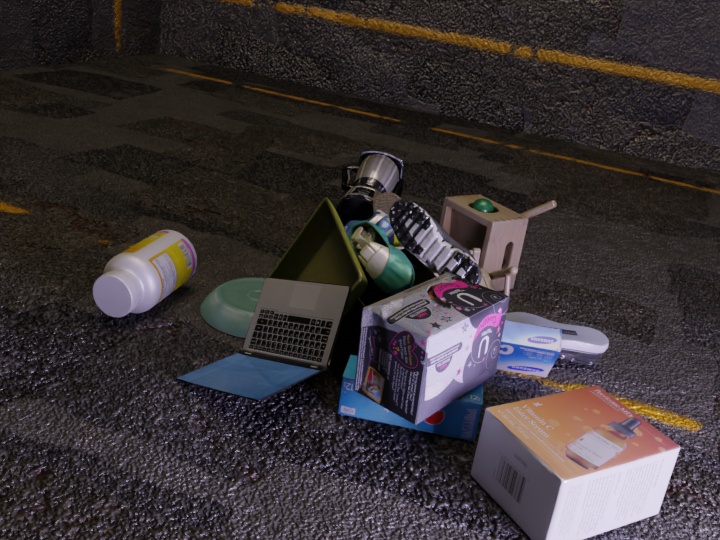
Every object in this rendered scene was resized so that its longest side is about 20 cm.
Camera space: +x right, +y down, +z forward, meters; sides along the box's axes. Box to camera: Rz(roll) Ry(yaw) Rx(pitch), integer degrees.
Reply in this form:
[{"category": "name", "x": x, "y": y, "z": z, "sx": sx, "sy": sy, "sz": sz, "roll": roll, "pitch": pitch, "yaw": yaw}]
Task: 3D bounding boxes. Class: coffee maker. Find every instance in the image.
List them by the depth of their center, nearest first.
[{"category": "coffee maker", "x": 0.026, "y": -0.141, "z": 1.750, "sx": 0.134, "sy": 0.193, "sz": 0.201, "roll": -4, "pitch": 38, "yaw": 25}]

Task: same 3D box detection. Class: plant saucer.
[{"category": "plant saucer", "x": -0.064, "y": 0.021, "z": 1.240, "sx": 0.048, "sy": 0.200, "sz": 0.201, "roll": 18, "pitch": 33, "yaw": -35}, {"category": "plant saucer", "x": -0.179, "y": 0.057, "z": 1.350, "sx": 0.198, "sy": 0.036, "sz": 0.200, "roll": 7, "pitch": 22, "yaw": -3}]

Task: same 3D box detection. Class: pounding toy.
[{"category": "pounding toy", "x": 0.273, "y": -0.074, "z": 1.601, "sx": 0.141, "sy": 0.201, "sz": 0.184, "roll": -7, "pitch": 27, "yaw": -33}]

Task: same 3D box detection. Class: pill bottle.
[{"category": "pill bottle", "x": -0.366, "y": 0.007, "z": 1.314, "sx": 0.104, "sy": 0.105, "sz": 0.200, "roll": 13, "pitch": 23, "yaw": 12}]

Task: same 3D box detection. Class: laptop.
[{"category": "laptop", "x": -0.140, "y": 0.091, "z": 1.125, "sx": 0.186, "sy": 0.201, "sz": 0.116, "roll": 5, "pitch": -17, "yaw": 41}, {"category": "laptop", "x": 0.027, "y": 0.069, "z": 1.231, "sx": 0.199, "sy": 0.104, "sz": 0.177, "roll": -19, "pitch": 31, "yaw": -15}]

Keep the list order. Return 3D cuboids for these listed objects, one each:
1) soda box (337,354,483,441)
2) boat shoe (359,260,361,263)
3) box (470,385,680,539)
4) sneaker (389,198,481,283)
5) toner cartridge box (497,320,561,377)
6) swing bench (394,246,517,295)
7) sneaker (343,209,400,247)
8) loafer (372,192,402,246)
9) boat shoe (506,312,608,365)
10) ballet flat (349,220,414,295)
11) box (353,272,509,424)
[{"category": "soda box", "x": 0.072, "y": 0.181, "z": 1.107, "sx": 0.199, "sy": 0.065, "sz": 0.068, "roll": 11, "pitch": 23, "yaw": 6}, {"category": "boat shoe", "x": 0.000, "y": 0.000, "z": 1.390, "sx": 0.069, "sy": 0.071, "sz": 0.200, "roll": -3, "pitch": -19, "yaw": -44}, {"category": "box", "x": 0.269, "y": 0.242, "z": 0.979, "sx": 0.199, "sy": 0.107, "sz": 0.152, "roll": -6, "pitch": 26, "yaw": -29}, {"category": "sneaker", "x": 0.125, "y": -0.037, "z": 1.260, "sx": 0.200, "sy": 0.067, "sz": 0.090, "roll": 45, "pitch": 10, "yaw": 21}, {"category": "toner cartridge box", "x": 0.216, "y": 0.119, "z": 1.257, "sx": 0.198, "sy": 0.095, "sz": 0.043, "roll": 9, "pitch": 57, "yaw": 3}, {"category": "swing bench", "x": 0.151, "y": 0.032, "z": 1.402, "sx": 0.197, "sy": 0.131, "sz": 0.200, "roll": 2, "pitch": 10, "yaw": -13}, {"category": "sneaker", "x": -0.015, "y": -0.044, "z": 1.495, "sx": 0.199, "sy": 0.074, "sz": 0.083, "roll": -31, "pitch": 66, "yaw": -3}, {"category": "loafer", "x": 0.077, "y": -0.067, "z": 1.595, "sx": 0.075, "sy": 0.068, "sz": 0.201, "roll": -16, "pitch": 69, "yaw": -11}, {"category": "boat shoe", "x": 0.324, "y": 0.124, "z": 1.328, "sx": 0.199, "sy": 0.067, "sz": 0.070, "roll": 8, "pitch": 34, "yaw": -12}, {"category": "ballet flat", "x": 0.022, "y": -0.024, "z": 1.210, "sx": 0.070, "sy": 0.068, "sz": 0.200, "roll": 29, "pitch": 14, "yaw": -26}, {"category": "box", "x": 0.101, "y": 0.098, "z": 1.057, "sx": 0.114, "sy": 0.133, "sz": 0.199, "roll": 23, "pitch": 27, "yaw": 34}]
